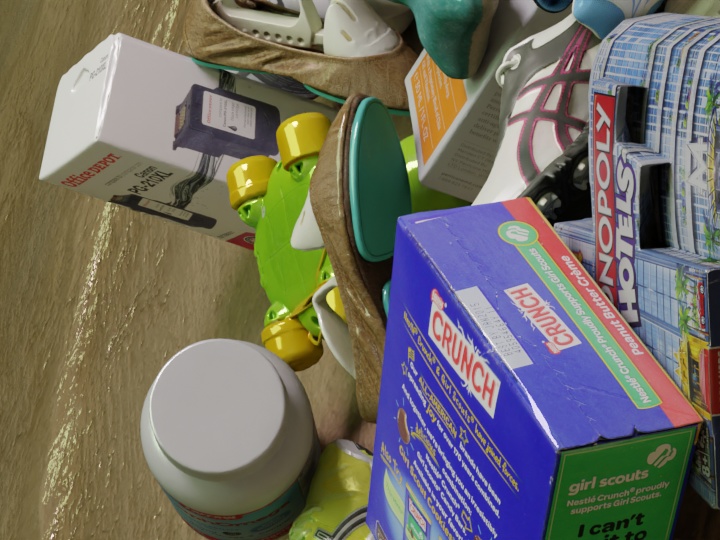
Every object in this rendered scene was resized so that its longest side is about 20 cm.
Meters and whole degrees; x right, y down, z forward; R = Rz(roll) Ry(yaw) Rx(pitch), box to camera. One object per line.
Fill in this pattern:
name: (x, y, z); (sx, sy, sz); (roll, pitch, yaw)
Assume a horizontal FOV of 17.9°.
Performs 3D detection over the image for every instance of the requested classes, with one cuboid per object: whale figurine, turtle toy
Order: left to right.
turtle toy: (-0.001, -0.027, 1.452); (0.200, 0.100, 0.147); (-34, 66, 54)
whale figurine: (0.017, -0.203, 1.307); (0.159, 0.103, 0.201); (105, 152, -59)

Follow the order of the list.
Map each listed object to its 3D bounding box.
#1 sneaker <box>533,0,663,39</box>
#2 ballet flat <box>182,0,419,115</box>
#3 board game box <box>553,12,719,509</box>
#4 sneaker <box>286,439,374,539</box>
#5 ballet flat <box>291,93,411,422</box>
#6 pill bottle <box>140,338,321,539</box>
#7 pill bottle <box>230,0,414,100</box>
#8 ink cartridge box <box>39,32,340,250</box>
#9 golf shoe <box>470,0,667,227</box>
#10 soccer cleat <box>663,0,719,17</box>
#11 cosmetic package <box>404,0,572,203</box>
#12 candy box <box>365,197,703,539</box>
sneaker: (0.100, -0.175, 1.165); (0.072, 0.072, 0.200); (-45, 28, 6)
ballet flat: (-0.033, -0.159, 1.533); (0.068, 0.199, 0.073); (-40, -41, -47)
board game box: (0.140, -0.014, 1.051); (0.200, 0.061, 0.202); (-158, 62, -70)
sneaker: (-0.029, 0.190, 1.386); (0.075, 0.076, 0.201); (-46, 31, 53)
ballet flat: (0.000, 0.000, 1.352); (0.072, 0.068, 0.202); (-12, 97, 36)
pill bottle: (-0.081, 0.107, 1.441); (0.200, 0.108, 0.110); (81, -159, -74)
pill bottle: (-0.025, -0.199, 1.629); (0.200, 0.115, 0.117); (-28, 48, 60)
ink cartridge box: (-0.115, -0.087, 1.648); (0.145, 0.199, 0.085); (-22, 53, 64)
golf shoe: (0.098, -0.065, 1.169); (0.088, 0.077, 0.200); (31, 69, 30)
soccer cleat: (0.196, -0.149, 1.109); (0.077, 0.069, 0.202); (-9, 62, 63)
cosmetic package: (0.104, -0.141, 1.322); (0.201, 0.071, 0.102); (-56, 26, 34)
candy box: (0.072, 0.095, 1.068); (0.169, 0.076, 0.201); (-122, 28, -44)
